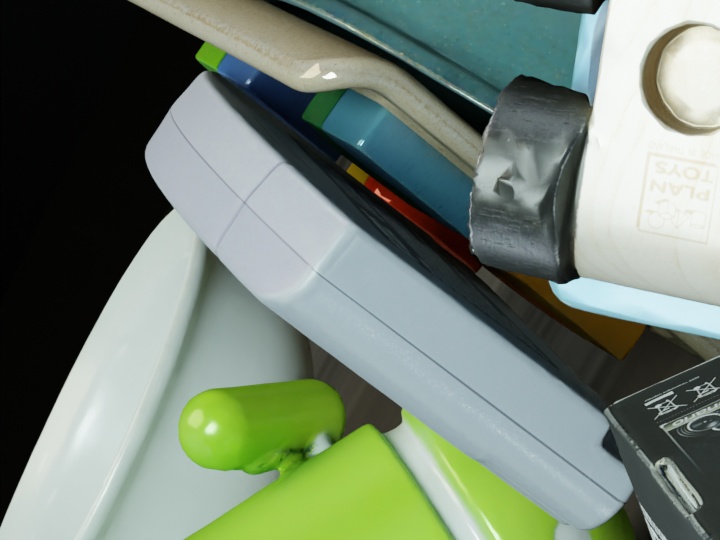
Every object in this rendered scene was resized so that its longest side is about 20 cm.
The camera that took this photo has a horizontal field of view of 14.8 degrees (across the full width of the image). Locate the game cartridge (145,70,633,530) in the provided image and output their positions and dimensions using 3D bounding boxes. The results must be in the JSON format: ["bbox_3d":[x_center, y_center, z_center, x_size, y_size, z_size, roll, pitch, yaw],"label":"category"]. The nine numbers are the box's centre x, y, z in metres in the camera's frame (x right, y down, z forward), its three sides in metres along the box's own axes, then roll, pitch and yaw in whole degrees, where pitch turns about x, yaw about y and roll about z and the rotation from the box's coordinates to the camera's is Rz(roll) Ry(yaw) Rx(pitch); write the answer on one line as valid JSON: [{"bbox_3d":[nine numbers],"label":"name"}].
[{"bbox_3d":[0.000,0.000,0.817,0.041,0.133,0.200,-48,20,3],"label":"game cartridge"}]

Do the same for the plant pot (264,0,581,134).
[{"bbox_3d":[0.101,-0.120,0.891,0.197,0.200,0.200,-58,13,-1],"label":"plant pot"}]

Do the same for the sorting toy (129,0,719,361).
[{"bbox_3d":[0.019,-0.033,0.912,0.037,0.199,0.185,-58,31,0],"label":"sorting toy"}]

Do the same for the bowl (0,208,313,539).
[{"bbox_3d":[-0.069,0.083,1.040,0.202,0.090,0.201,-59,13,22],"label":"bowl"}]

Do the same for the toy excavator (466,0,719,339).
[{"bbox_3d":[0.105,-0.022,0.726,0.200,0.099,0.196,-18,-62,-67],"label":"toy excavator"}]

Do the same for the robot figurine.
[{"bbox_3d":[0.003,0.117,0.887,0.199,0.176,0.116,-31,-19,-4],"label":"robot figurine"}]

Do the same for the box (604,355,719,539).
[{"bbox_3d":[0.152,0.022,0.447,0.199,0.044,0.160,-24,16,-3],"label":"box"}]
